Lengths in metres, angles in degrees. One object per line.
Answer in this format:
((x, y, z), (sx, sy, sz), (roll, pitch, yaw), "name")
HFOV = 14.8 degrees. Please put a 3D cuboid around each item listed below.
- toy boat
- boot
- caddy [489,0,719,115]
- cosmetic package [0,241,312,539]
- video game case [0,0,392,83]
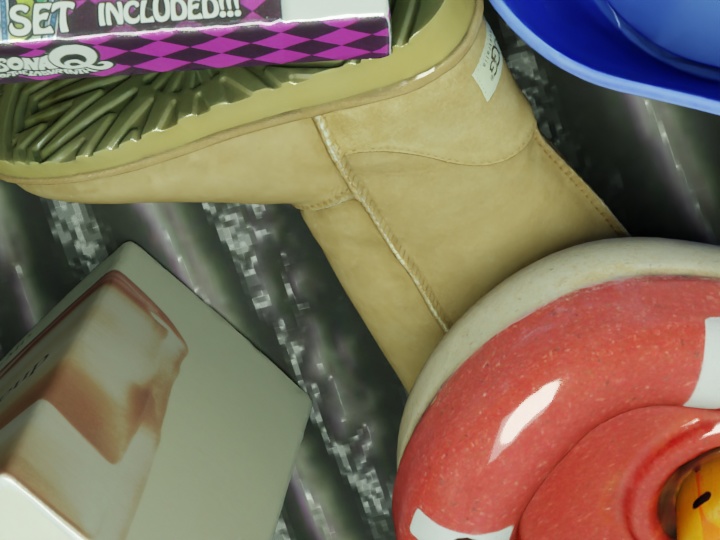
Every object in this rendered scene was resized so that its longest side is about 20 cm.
((0.108, 0.076, 0.777), (0.199, 0.131, 0.131), (7, 133, -10), "toy boat")
((0.000, 0.000, 0.837), (0.174, 0.066, 0.200), (-7, 138, 29), "boot")
((0.122, -0.110, 0.760), (0.199, 0.105, 0.142), (15, 98, 23), "caddy")
((-0.087, 0.079, 0.828), (0.087, 0.200, 0.103), (43, 106, -8), "cosmetic package")
((-0.097, -0.138, 0.742), (0.199, 0.036, 0.182), (-4, 73, -2), "video game case")
